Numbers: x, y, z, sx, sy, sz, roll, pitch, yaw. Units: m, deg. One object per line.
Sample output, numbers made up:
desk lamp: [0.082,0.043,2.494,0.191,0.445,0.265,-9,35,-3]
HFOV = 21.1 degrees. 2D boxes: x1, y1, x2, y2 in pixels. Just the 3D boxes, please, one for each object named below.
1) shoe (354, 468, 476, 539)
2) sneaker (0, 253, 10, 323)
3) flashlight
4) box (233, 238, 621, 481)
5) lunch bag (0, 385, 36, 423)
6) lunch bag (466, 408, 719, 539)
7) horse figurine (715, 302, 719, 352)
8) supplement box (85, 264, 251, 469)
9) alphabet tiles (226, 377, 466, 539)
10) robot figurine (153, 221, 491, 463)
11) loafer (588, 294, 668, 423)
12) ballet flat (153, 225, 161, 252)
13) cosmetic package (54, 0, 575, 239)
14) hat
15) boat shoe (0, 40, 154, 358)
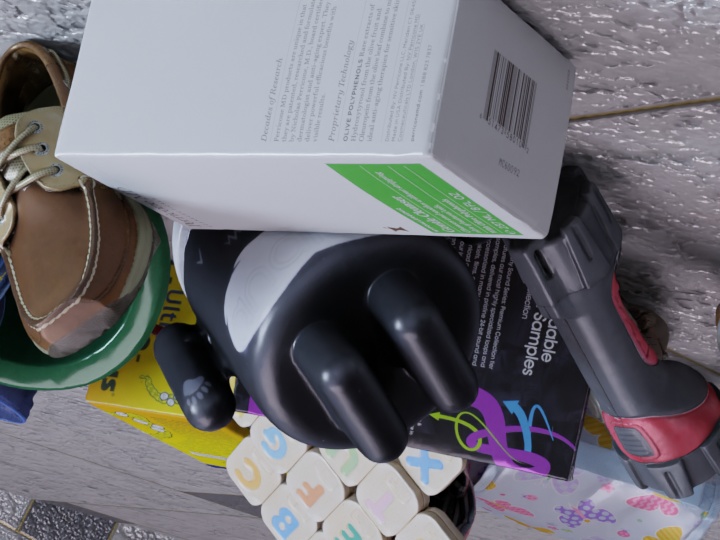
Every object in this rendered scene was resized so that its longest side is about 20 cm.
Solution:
shoe: [0.045,0.125,1.315,0.071,0.201,0.091,36,149,-27]
sneaker: [-0.218,0.001,1.031,0.082,0.074,0.200,10,162,9]
flashlight: [0.137,0.033,1.011,0.068,0.068,0.200,-28,124,4]
box: [0.035,0.029,1.075,0.199,0.144,0.036,12,-159,6]
lunch bag: [-0.277,0.007,1.254,0.135,0.133,0.200,6,160,37]
lunch bag: [0.153,0.127,1.370,0.169,0.128,0.200,17,175,-10]
horse figurine: [0.226,0.054,1.073,0.050,0.133,0.200,-9,175,11]
supplement box: [-0.097,0.077,1.418,0.109,0.109,0.200,6,164,25]
alphabet tiles: [-0.016,0.125,1.240,0.015,0.200,0.196,-28,165,-43]
robot figurine: [-0.017,0.010,0.955,0.149,0.125,0.200,-2,-151,-27]
loafer: [0.160,0.042,1.186,0.063,0.072,0.200,-30,164,-3]
ballet flat: [-0.179,-0.063,1.034,0.199,0.063,0.067,26,180,-34]
cosmetic package: [-0.021,-0.070,0.841,0.199,0.085,0.107,1,163,35]
hat: [-0.185,-0.031,1.204,0.165,0.201,0.176,21,-153,-2]
boat shoe: [-0.150,-0.040,0.912,0.076,0.200,0.074,-36,125,14]
